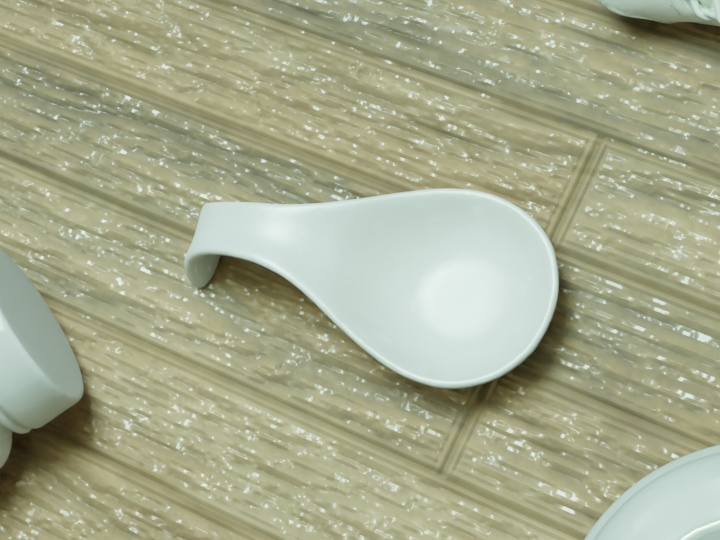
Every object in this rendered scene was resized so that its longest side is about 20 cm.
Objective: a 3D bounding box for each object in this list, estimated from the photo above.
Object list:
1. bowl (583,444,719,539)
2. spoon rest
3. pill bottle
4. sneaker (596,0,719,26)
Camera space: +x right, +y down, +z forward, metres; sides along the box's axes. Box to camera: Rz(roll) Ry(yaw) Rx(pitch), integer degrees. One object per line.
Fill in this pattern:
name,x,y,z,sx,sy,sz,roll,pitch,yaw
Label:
bowl,0.170,0.159,0.817,0.200,0.090,0.202,-6,69,16
spoon rest,0.000,0.000,0.947,0.199,0.061,0.100,10,74,22
pill bottle,-0.248,0.076,0.971,0.199,0.113,0.114,-32,64,5
sneaker,0.199,-0.138,0.904,0.199,0.078,0.100,-1,42,20
